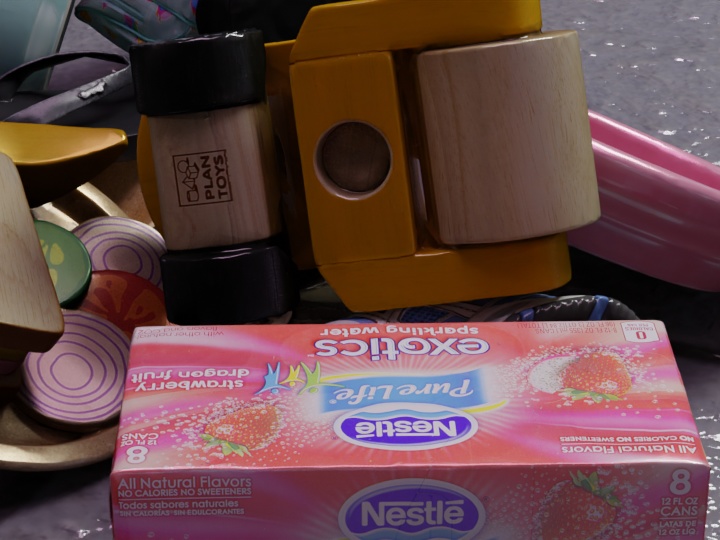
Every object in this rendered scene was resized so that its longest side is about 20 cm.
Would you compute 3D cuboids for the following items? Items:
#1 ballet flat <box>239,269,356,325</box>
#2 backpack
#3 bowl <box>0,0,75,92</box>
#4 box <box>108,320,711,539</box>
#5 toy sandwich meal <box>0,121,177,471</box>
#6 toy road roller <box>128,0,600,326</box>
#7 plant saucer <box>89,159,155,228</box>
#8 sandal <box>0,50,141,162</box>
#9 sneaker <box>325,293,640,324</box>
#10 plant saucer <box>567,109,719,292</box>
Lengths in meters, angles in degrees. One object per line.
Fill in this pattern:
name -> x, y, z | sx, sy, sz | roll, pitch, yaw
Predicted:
ballet flat -> 0.000, 0.000, 0.902 | 0.067, 0.046, 0.200 | 23, 35, 38
backpack -> -0.075, -0.163, 1.111 | 0.167, 0.127, 0.200 | 32, -1, -43
bowl -> -0.213, -0.151, 1.071 | 0.105, 0.201, 0.201 | 17, 26, -9
box -> 0.015, 0.082, 0.688 | 0.200, 0.095, 0.103 | 0, 28, -1
toy sandwich meal -> -0.154, -0.006, 0.800 | 0.205, 0.070, 0.205 | 21, 41, -19
toy road roller -> 0.002, -0.054, 0.830 | 0.200, 0.123, 0.146 | -6, 9, 12
plant saucer -> -0.192, -0.020, 0.953 | 0.200, 0.036, 0.200 | 0, 26, 0
sandal -> -0.165, -0.083, 0.989 | 0.200, 0.043, 0.076 | -11, 29, -21
sneaker -> 0.016, 0.052, 0.794 | 0.200, 0.076, 0.077 | -7, 7, -16
plant saucer -> 0.112, -0.042, 0.917 | 0.200, 0.051, 0.201 | 22, 11, -4
